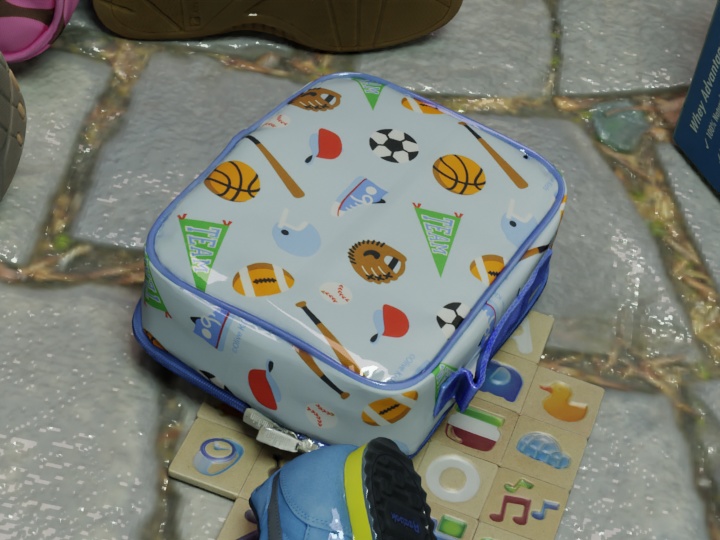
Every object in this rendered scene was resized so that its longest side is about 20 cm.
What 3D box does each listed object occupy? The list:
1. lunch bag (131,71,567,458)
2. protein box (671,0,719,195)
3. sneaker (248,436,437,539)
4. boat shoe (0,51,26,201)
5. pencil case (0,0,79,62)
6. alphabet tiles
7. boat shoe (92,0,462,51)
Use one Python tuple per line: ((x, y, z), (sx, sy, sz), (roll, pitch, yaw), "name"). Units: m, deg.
((0.000, 0.000, 0.882), (0.160, 0.076, 0.200), (28, 46, 14), "lunch bag")
((0.280, -0.086, 0.942), (0.134, 0.199, 0.200), (-14, 50, -24), "protein box")
((-0.010, 0.162, 0.746), (0.078, 0.066, 0.201), (-21, 54, 23), "sneaker")
((-0.210, -0.017, 0.871), (0.073, 0.075, 0.201), (3, 49, 14), "boat shoe")
((-0.168, -0.203, 1.013), (0.093, 0.091, 0.200), (32, 40, -16), "pencil case")
((0.015, 0.071, 0.870), (0.166, 0.006, 0.200), (19, 45, 8), "alphabet tiles")
((-0.043, -0.165, 1.047), (0.199, 0.071, 0.065), (2, 44, -7), "boat shoe")
